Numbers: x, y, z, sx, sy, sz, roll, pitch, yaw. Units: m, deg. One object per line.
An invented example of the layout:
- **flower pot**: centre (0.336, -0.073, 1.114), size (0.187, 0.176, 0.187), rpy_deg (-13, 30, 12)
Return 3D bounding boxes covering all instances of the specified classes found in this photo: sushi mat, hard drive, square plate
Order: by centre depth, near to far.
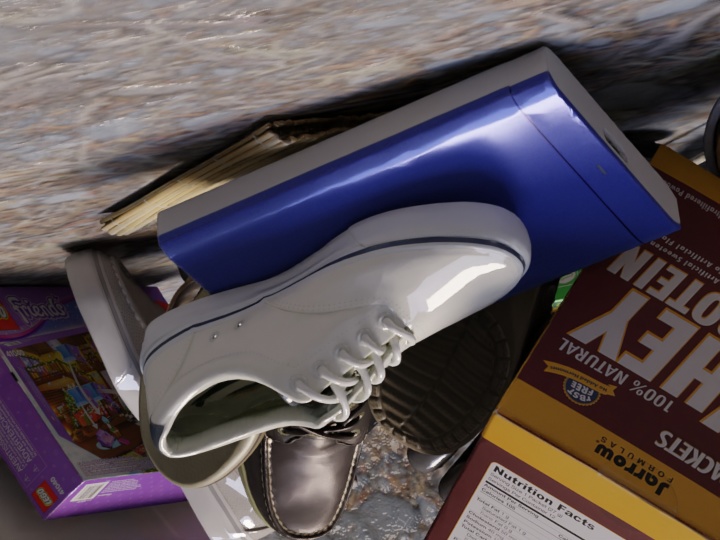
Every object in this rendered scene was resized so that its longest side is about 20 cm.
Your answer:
- **hard drive**: centre (0.027, -0.022, 1.224), size (0.200, 0.025, 0.132), rpy_deg (-22, 141, 23)
- **sushi mat**: centre (-0.045, -0.046, 1.287), size (0.095, 0.012, 0.200), rpy_deg (-9, 172, -29)
- **square plate**: centre (-0.188, 0.101, 1.525), size (0.028, 0.198, 0.200), rpy_deg (-48, 157, 22)

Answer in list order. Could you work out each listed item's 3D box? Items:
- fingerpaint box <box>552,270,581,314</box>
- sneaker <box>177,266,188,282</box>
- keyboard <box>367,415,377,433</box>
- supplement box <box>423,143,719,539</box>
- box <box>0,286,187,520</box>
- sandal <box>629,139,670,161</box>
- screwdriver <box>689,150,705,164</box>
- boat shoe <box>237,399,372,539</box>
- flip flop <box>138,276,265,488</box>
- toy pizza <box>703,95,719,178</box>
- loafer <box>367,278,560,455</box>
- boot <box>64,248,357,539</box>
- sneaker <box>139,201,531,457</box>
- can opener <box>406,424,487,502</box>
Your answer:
- **fingerpaint box**: centre (0.077, 0.004, 1.642), size (0.199, 0.074, 0.167), rpy_deg (-11, 173, -2)
- **sneaker**: centre (0.000, 0.000, 1.484), size (0.199, 0.096, 0.079), rpy_deg (15, 168, -8)
- **keyboard**: centre (-0.010, 0.089, 1.614), size (0.127, 0.021, 0.200), rpy_deg (-44, 172, -1)
- **supplement box**: centre (0.132, 0.090, 1.318), size (0.197, 0.133, 0.200), rpy_deg (-55, 174, -39)
- **box**: centre (-0.147, 0.072, 1.549), size (0.039, 0.137, 0.200), rpy_deg (-44, 159, 22)
- **sandal**: centre (0.093, -0.040, 1.431), size (0.200, 0.045, 0.075), rpy_deg (-5, 170, -43)
- **screwdriver**: centre (0.190, -0.063, 1.463), size (0.029, 0.028, 0.200), rpy_deg (-41, -175, -30)
- **boat shoe**: centre (-0.025, 0.058, 1.406), size (0.073, 0.201, 0.065), rpy_deg (-4, -156, -15)
- **flip flop**: centre (-0.073, 0.041, 1.353), size (0.058, 0.081, 0.200), rpy_deg (-31, 164, -40)
- **toy pizza**: centre (0.264, -0.055, 1.285), size (0.200, 0.032, 0.200), rpy_deg (2, 147, 2)
- **loafer**: centre (0.067, 0.008, 1.354), size (0.068, 0.076, 0.200), rpy_deg (-36, 157, -56)
- **boot**: centre (-0.077, 0.055, 1.470), size (0.095, 0.200, 0.074), rpy_deg (-27, -153, 5)
- **sneaker**: centre (-0.010, 0.034, 1.213), size (0.200, 0.071, 0.073), rpy_deg (-24, 140, 25)
- **can opener**: centre (0.085, 0.073, 1.540), size (0.067, 0.053, 0.200), rpy_deg (-41, 180, 22)
